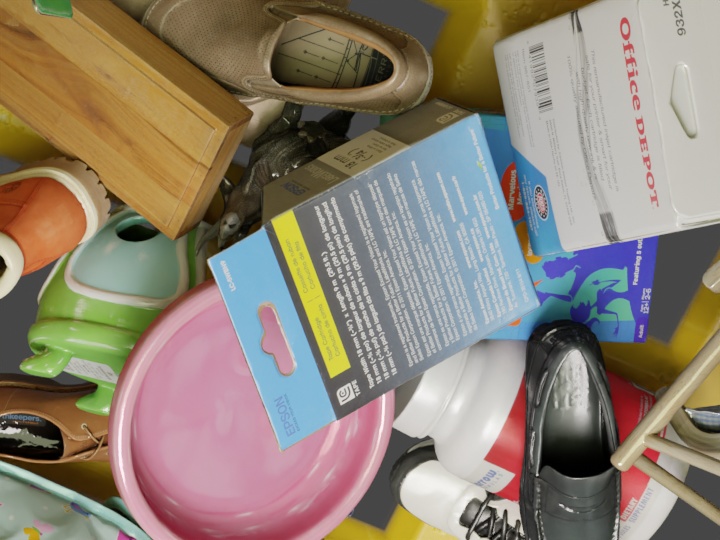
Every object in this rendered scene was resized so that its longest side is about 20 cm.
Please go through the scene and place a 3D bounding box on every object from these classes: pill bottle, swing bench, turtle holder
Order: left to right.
[{"bbox_3d":[-0.132,0.029,1.602,0.185,0.133,0.141,1,159,41],"label":"turtle holder"},{"bbox_3d":[0.124,0.109,1.661,0.199,0.112,0.113,24,111,-10],"label":"pill bottle"},{"bbox_3d":[0.297,0.088,1.587,0.199,0.129,0.201,35,79,-52],"label":"swing bench"}]

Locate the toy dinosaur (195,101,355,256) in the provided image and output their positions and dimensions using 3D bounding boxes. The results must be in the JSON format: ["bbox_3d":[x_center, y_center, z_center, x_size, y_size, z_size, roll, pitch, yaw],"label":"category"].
[{"bbox_3d":[-0.026,-0.074,1.605,0.199,0.077,0.103,-12,142,-38],"label":"toy dinosaur"}]

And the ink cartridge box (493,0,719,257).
[{"bbox_3d":[0.171,-0.093,1.472,0.083,0.200,0.146,-10,89,-22],"label":"ink cartridge box"}]

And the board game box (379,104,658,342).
[{"bbox_3d":[0.105,-0.031,1.592,0.198,0.045,0.153,1,101,-20],"label":"board game box"}]

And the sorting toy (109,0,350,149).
[{"bbox_3d":[-0.101,-0.194,1.581,0.184,0.037,0.201,22,116,-9],"label":"sorting toy"}]

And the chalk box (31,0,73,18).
[{"bbox_3d":[-0.226,-0.251,1.468,0.123,0.124,0.201,-31,85,12],"label":"chalk box"}]

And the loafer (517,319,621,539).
[{"bbox_3d":[0.140,0.134,1.574,0.067,0.070,0.202,-5,103,-3],"label":"loafer"}]

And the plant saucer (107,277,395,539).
[{"bbox_3d":[-0.075,0.093,1.540,0.199,0.051,0.202,-8,107,-25],"label":"plant saucer"}]

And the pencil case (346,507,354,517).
[{"bbox_3d":[-0.018,0.073,1.658,0.077,0.090,0.201,6,113,-21],"label":"pencil case"}]

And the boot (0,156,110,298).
[{"bbox_3d":[-0.269,-0.014,1.585,0.199,0.107,0.075,-16,112,41],"label":"boot"}]

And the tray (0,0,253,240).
[{"bbox_3d":[-0.172,-0.119,1.553,0.200,0.037,0.099,38,124,13],"label":"tray"}]

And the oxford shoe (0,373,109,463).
[{"bbox_3d":[-0.183,0.114,1.686,0.198,0.071,0.072,-3,111,-1],"label":"oxford shoe"}]

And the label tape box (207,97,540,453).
[{"bbox_3d":[0.000,0.000,1.488,0.199,0.063,0.145,-28,116,-17],"label":"label tape box"}]

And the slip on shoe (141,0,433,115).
[{"bbox_3d":[-0.053,-0.143,1.520,0.199,0.061,0.077,17,96,16],"label":"slip on shoe"}]

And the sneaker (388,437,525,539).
[{"bbox_3d":[0.115,0.182,1.710,0.199,0.080,0.074,21,113,-7],"label":"sneaker"}]

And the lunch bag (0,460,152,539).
[{"bbox_3d":[-0.223,0.242,1.691,0.199,0.122,0.171,18,132,-3],"label":"lunch bag"}]
